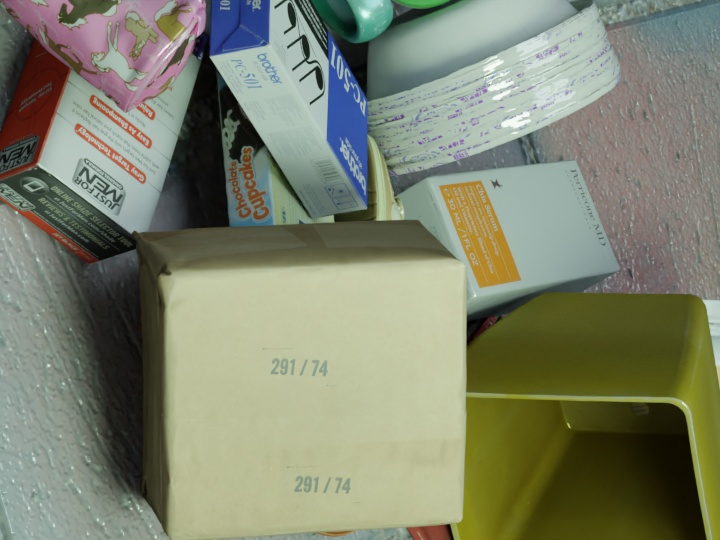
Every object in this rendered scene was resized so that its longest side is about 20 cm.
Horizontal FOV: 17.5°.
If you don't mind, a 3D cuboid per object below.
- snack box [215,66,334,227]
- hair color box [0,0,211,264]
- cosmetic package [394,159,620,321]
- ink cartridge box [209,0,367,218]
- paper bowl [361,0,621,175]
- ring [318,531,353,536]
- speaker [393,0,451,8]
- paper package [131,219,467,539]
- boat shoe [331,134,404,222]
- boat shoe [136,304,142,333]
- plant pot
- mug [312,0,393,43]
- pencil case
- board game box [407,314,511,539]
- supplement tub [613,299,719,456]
[{"bbox_3d":[-0.058,-0.076,1.640,0.116,0.037,0.201,35,46,-62],"label":"snack box"},{"bbox_3d":[-0.169,-0.118,1.542,0.101,0.061,0.201,39,51,-34],"label":"hair color box"},{"bbox_3d":[0.105,-0.022,1.814,0.200,0.071,0.102,-10,75,-51],"label":"cosmetic package"},{"bbox_3d":[-0.044,-0.127,1.562,0.200,0.044,0.094,58,27,-55],"label":"ink cartridge box"},{"bbox_3d":[0.085,-0.154,1.742,0.201,0.200,0.105,-36,107,-49],"label":"paper bowl"},{"bbox_3d":[0.006,0.089,1.636,0.200,0.019,0.201,-25,120,-51],"label":"ring"},{"bbox_3d":[0.051,-0.248,1.761,0.200,0.088,0.089,-70,138,-76],"label":"speaker"},{"bbox_3d":[-0.040,0.070,1.495,0.199,0.103,0.192,-4,107,-14],"label":"paper package"},{"bbox_3d":[0.002,0.000,1.702,0.063,0.073,0.202,7,76,-56],"label":"boat shoe"},{"bbox_3d":[-0.082,0.053,1.597,0.068,0.072,0.200,-55,135,-4],"label":"boat shoe"},{"bbox_3d":[0.180,0.120,1.738,0.177,0.199,0.201,-60,143,-49],"label":"plant pot"},{"bbox_3d":[-0.058,-0.250,1.609,0.151,0.114,0.186,2,87,-20],"label":"mug"},{"bbox_3d":[-0.187,-0.191,1.467,0.200,0.083,0.087,40,59,5],"label":"pencil case"},{"bbox_3d":[0.081,0.126,1.793,0.103,0.019,0.200,60,42,-19],"label":"board game box"},{"bbox_3d":[0.259,0.134,1.901,0.144,0.144,0.201,10,72,-48],"label":"supplement tub"}]
